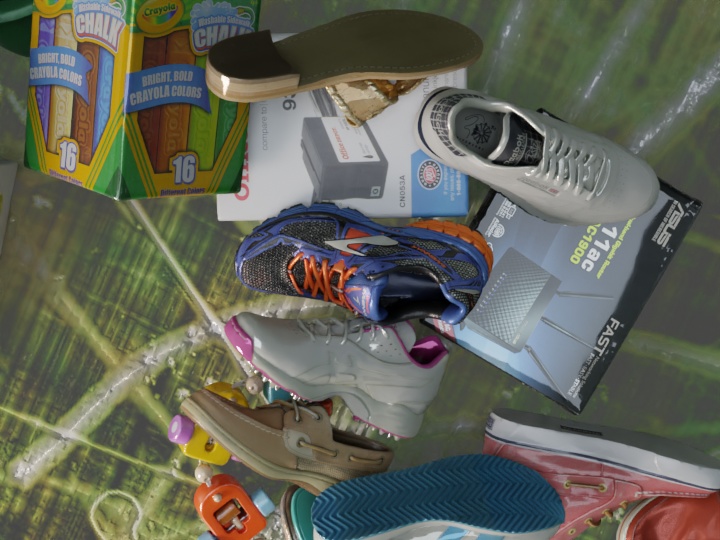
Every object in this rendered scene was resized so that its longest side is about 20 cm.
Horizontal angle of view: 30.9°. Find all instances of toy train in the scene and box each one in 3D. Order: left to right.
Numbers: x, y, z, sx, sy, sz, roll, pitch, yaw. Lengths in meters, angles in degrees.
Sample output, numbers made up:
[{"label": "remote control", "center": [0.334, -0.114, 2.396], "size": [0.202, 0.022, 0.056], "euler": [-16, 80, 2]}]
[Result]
[{"label": "toy train", "center": [-0.079, 0.136, 1.082], "size": [0.200, 0.056, 0.151], "euler": [-41, 120, -5]}]

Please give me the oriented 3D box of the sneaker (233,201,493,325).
[{"label": "sneaker", "center": [0.000, 0.000, 0.982], "size": [0.198, 0.079, 0.076], "euler": [1, 127, 8]}]

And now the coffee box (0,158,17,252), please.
[{"label": "coffee box", "center": [-0.404, -0.008, 1.001], "size": [0.198, 0.198, 0.202], "euler": [14, 97, 2]}]

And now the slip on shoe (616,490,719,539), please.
[{"label": "slip on shoe", "center": [0.309, 0.208, 1.071], "size": [0.198, 0.061, 0.075], "euler": [-9, 97, 4]}]

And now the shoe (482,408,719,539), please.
[{"label": "shoe", "center": [0.194, 0.178, 1.069], "size": [0.198, 0.071, 0.092], "euler": [11, 97, 6]}]

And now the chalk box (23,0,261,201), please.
[{"label": "chalk box", "center": [-0.158, -0.164, 0.953], "size": [0.123, 0.124, 0.202], "euler": [20, 110, 39]}]

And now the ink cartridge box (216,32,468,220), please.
[{"label": "ink cartridge box", "center": [-0.015, -0.114, 1.037], "size": [0.198, 0.084, 0.147], "euler": [-1, 96, 2]}]

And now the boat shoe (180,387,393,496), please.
[{"label": "boat shoe", "center": [-0.055, 0.128, 1.023], "size": [0.199, 0.071, 0.065], "euler": [33, 90, -40]}]

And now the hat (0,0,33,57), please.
[{"label": "hat", "center": [-0.261, -0.202, 1.070], "size": [0.164, 0.177, 0.201], "euler": [-11, 57, 4]}]

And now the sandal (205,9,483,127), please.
[{"label": "sandal", "center": [-0.015, -0.139, 0.962], "size": [0.210, 0.078, 0.070], "euler": [-10, 139, -22]}]

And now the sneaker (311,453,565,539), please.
[{"label": "sneaker", "center": [0.061, 0.201, 1.026], "size": [0.198, 0.077, 0.081], "euler": [-5, 133, -3]}]

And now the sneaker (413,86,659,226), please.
[{"label": "sneaker", "center": [0.137, -0.080, 0.967], "size": [0.198, 0.080, 0.077], "euler": [16, 89, -13]}]

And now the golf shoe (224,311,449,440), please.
[{"label": "golf shoe", "center": [-0.014, 0.060, 1.006], "size": [0.199, 0.075, 0.092], "euler": [26, 106, -37]}]

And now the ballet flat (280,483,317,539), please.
[{"label": "ballet flat", "center": [-0.015, 0.268, 1.085], "size": [0.067, 0.068, 0.201], "euler": [-32, 95, 43]}]

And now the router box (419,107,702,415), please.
[{"label": "router box", "center": [0.159, -0.007, 1.053], "size": [0.149, 0.062, 0.201], "euler": [29, 95, -2]}]
